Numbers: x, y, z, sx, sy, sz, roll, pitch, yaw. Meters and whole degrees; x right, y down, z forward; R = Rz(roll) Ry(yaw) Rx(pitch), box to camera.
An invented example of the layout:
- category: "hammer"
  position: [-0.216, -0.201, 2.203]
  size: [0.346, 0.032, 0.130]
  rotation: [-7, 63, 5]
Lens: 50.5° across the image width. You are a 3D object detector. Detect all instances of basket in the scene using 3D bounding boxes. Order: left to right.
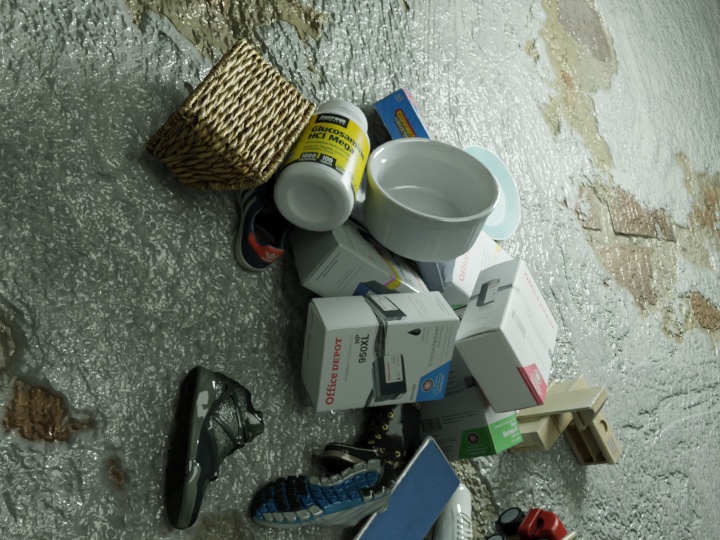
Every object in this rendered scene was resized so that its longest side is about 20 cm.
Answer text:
- category: "basket"
  position: [-0.184, -0.195, 1.070]
  size: [0.149, 0.143, 0.200]
  rotation: [41, 46, -19]

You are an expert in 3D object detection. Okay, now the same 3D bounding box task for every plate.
- category: "plate"
  position: [0.246, -0.153, 1.519]
  size: [0.200, 0.026, 0.200]
  rotation: [16, 64, -36]

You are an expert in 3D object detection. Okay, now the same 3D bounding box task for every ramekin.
- category: "ramekin"
  position: [0.099, -0.104, 1.149]
  size: [0.200, 0.098, 0.201]
  rotation: [8, 43, -7]

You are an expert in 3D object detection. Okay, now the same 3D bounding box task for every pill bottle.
- category: "pill bottle"
  position: [-0.049, -0.159, 1.106]
  size: [0.112, 0.112, 0.200]
  rotation: [40, 39, -24]

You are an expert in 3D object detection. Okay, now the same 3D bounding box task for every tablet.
- category: "tablet"
  position: [0.071, 0.356, 1.128]
  size: [0.200, 0.014, 0.130]
  rotation: [-49, 128, -23]

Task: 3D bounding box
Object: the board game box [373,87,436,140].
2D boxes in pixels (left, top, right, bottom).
- category: "board game box"
  position: [0.103, -0.216, 1.325]
  size: [0.200, 0.056, 0.196]
  rotation: [59, 12, -8]

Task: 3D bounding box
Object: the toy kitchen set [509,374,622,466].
- category: "toy kitchen set"
  position: [0.406, 0.310, 1.395]
  size: [0.200, 0.163, 0.181]
  rotation: [-33, 98, -43]

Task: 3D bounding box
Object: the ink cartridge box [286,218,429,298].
- category: "ink cartridge box"
  position: [0.000, 0.000, 1.161]
  size: [0.200, 0.088, 0.145]
  rotation: [33, 18, -30]

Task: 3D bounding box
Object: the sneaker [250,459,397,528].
- category: "sneaker"
  position: [-0.047, 0.323, 1.033]
  size: [0.200, 0.087, 0.075]
  rotation: [-7, 36, -12]

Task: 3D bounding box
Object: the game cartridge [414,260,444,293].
- category: "game cartridge"
  position: [0.099, -0.060, 1.272]
  size: [0.200, 0.041, 0.133]
  rotation: [-98, 166, -47]

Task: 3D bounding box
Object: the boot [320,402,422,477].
- category: "boot"
  position: [0.026, 0.239, 1.146]
  size: [0.200, 0.073, 0.151]
  rotation: [25, 60, -37]

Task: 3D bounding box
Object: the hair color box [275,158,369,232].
- category: "hair color box"
  position: [-0.036, -0.127, 1.235]
  size: [0.200, 0.061, 0.100]
  rotation: [37, 53, -27]

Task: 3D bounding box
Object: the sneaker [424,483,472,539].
- category: "sneaker"
  position: [0.145, 0.423, 1.181]
  size: [0.076, 0.080, 0.200]
  rotation: [39, 51, -22]

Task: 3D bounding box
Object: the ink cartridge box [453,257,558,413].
- category: "ink cartridge box"
  position: [0.228, 0.096, 1.168]
  size: [0.146, 0.085, 0.200]
  rotation: [58, 34, -19]

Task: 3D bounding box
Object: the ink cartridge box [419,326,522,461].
- category: "ink cartridge box"
  position: [0.156, 0.196, 1.227]
  size: [0.084, 0.146, 0.200]
  rotation: [-8, 80, -45]

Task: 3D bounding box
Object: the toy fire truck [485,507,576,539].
- category: "toy fire truck"
  position: [0.287, 0.450, 1.212]
  size: [0.176, 0.200, 0.129]
  rotation: [-39, 102, -42]

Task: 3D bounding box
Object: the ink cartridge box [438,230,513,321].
- category: "ink cartridge box"
  position: [0.205, 0.020, 1.370]
  size: [0.200, 0.084, 0.145]
  rotation: [37, 53, -32]

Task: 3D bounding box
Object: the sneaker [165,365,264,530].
- category: "sneaker"
  position: [-0.180, 0.229, 0.966]
  size: [0.114, 0.076, 0.200]
  rotation: [22, 55, -27]

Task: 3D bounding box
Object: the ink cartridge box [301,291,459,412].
- category: "ink cartridge box"
  position: [0.025, 0.115, 1.095]
  size: [0.200, 0.084, 0.145]
  rotation: [-3, 119, -18]

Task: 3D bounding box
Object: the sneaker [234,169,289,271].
- category: "sneaker"
  position: [-0.137, -0.102, 1.120]
  size: [0.075, 0.084, 0.200]
  rotation: [9, 69, -39]
